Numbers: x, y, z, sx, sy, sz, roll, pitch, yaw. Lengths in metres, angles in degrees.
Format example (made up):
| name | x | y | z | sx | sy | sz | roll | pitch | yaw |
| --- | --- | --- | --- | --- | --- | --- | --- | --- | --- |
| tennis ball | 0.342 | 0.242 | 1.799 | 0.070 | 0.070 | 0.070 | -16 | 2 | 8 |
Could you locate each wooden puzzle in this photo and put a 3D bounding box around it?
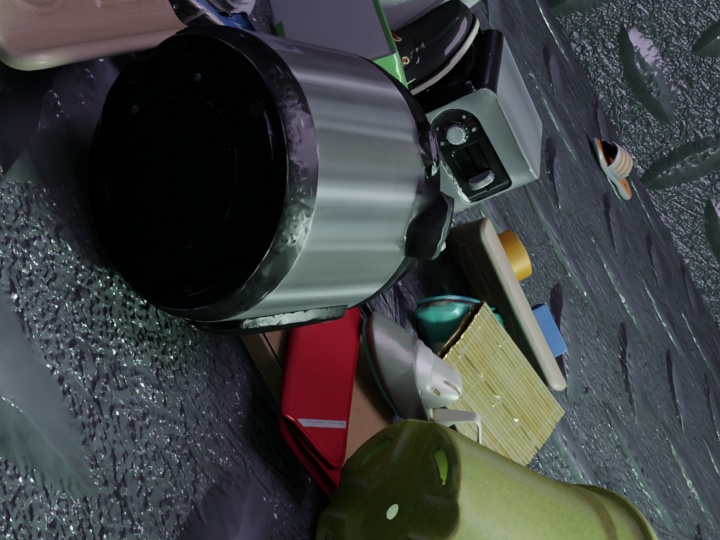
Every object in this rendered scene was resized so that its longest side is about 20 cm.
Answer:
| name | x | y | z | sx | sy | sz | roll | pitch | yaw |
| --- | --- | --- | --- | --- | --- | --- | --- | --- | --- |
| wooden puzzle | -0.204 | -0.210 | 0.777 | 0.201 | 0.046 | 0.185 | 60 | 27 | -1 |
| wooden puzzle | 0.158 | 0.031 | 1.353 | 0.200 | 0.046 | 0.187 | 176 | -111 | -84 |

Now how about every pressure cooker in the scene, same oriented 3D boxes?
| name | x | y | z | sx | sy | sz | roll | pitch | yaw |
| --- | --- | --- | --- | --- | --- | --- | --- | --- | --- |
| pressure cooker | -0.045 | -0.057 | 0.807 | 0.199 | 0.178 | 0.177 | -3 | 64 | -56 |

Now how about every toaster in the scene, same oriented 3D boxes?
| name | x | y | z | sx | sy | sz | roll | pitch | yaw |
| --- | --- | --- | --- | --- | --- | --- | --- | --- | --- |
| toaster | 0.070 | -0.131 | 1.228 | 0.119 | 0.179 | 0.201 | 60 | 21 | -23 |

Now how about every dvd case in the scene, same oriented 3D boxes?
| name | x | y | z | sx | sy | sz | roll | pitch | yaw |
| --- | --- | --- | --- | --- | --- | --- | --- | --- | --- |
| dvd case | 0.000 | 0.000 | 1.103 | 0.201 | 0.016 | 0.149 | 59 | 12 | -22 |

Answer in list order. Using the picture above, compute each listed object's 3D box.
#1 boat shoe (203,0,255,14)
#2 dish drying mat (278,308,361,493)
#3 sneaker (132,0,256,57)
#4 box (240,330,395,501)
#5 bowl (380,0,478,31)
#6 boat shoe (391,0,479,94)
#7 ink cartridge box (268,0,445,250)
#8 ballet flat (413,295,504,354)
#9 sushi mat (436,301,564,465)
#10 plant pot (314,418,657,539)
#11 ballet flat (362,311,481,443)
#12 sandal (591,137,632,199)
| name | x | y | z | sx | sy | sz | roll | pitch | yaw |
| --- | --- | --- | --- | --- | --- | --- | --- | --- | --- |
| boat shoe | -0.115 | -0.234 | 1.034 | 0.074 | 0.066 | 0.200 | 63 | 20 | -5 |
| dish drying mat | -0.027 | 0.064 | 0.922 | 0.077 | 0.018 | 0.201 | 54 | 23 | -27 |
| sneaker | -0.114 | -0.157 | 0.957 | 0.200 | 0.078 | 0.090 | 47 | 18 | -60 |
| box | -0.039 | 0.053 | 0.964 | 0.201 | 0.021 | 0.164 | 62 | 20 | -10 |
| bowl | 0.038 | -0.264 | 1.250 | 0.075 | 0.199 | 0.200 | 58 | 18 | 4 |
| boat shoe | 0.022 | -0.185 | 1.155 | 0.063 | 0.201 | 0.074 | 59 | -13 | -29 |
| ink cartridge box | -0.003 | -0.119 | 1.002 | 0.147 | 0.083 | 0.201 | -105 | 179 | -47 |
| ballet flat | 0.102 | 0.064 | 1.231 | 0.200 | 0.067 | 0.071 | 14 | 72 | -71 |
| sushi mat | 0.125 | 0.119 | 1.206 | 0.012 | 0.096 | 0.200 | 29 | -16 | 46 |
| plant pot | 0.074 | 0.200 | 0.878 | 0.184 | 0.200 | 0.202 | 37 | 32 | -31 |
| ballet flat | 0.060 | 0.109 | 1.034 | 0.068 | 0.063 | 0.201 | -78 | 152 | -53 |
| sandal | 0.541 | -0.222 | 2.689 | 0.206 | 0.059 | 0.080 | 40 | 32 | -50 |
